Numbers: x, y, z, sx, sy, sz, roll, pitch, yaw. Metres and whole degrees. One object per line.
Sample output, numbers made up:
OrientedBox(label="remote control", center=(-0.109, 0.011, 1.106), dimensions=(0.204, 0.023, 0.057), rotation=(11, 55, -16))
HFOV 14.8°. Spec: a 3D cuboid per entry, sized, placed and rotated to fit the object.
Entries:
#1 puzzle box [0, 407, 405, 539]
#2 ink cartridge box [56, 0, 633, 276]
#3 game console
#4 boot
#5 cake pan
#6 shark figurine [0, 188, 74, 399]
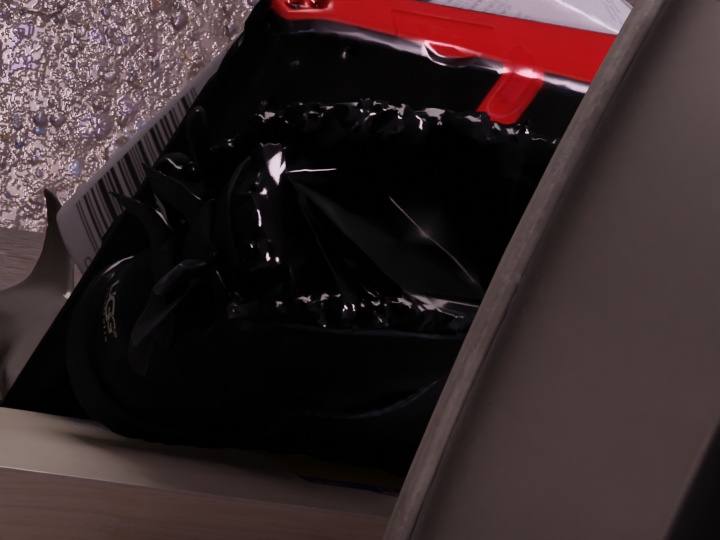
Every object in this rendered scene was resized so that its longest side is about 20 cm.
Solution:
OrientedBox(label="puzzle box", center=(-0.037, 0.065, 0.755), dimensions=(0.200, 0.025, 0.133), rotation=(9, 1, -17))
OrientedBox(label="ink cartridge box", center=(0.030, -0.028, 0.873), dimensions=(0.200, 0.163, 0.057), rotation=(17, 37, -50))
OrientedBox(label="game console", center=(0.000, 0.000, 0.831), dimensions=(0.177, 0.200, 0.031), rotation=(9, 42, -33))
OrientedBox(label="boot", center=(0.025, 0.006, 0.720), dimensions=(0.198, 0.073, 0.162), rotation=(3, -16, -21))
OrientedBox(label="cake pan", center=(0.057, 0.010, 0.464), dimensions=(0.037, 0.200, 0.200), rotation=(27, 6, 13))
OrientedBox(label="shark figurine", center=(-0.142, 0.010, 1.006), dimensions=(0.214, 0.090, 0.128), rotation=(13, 2, 38))
